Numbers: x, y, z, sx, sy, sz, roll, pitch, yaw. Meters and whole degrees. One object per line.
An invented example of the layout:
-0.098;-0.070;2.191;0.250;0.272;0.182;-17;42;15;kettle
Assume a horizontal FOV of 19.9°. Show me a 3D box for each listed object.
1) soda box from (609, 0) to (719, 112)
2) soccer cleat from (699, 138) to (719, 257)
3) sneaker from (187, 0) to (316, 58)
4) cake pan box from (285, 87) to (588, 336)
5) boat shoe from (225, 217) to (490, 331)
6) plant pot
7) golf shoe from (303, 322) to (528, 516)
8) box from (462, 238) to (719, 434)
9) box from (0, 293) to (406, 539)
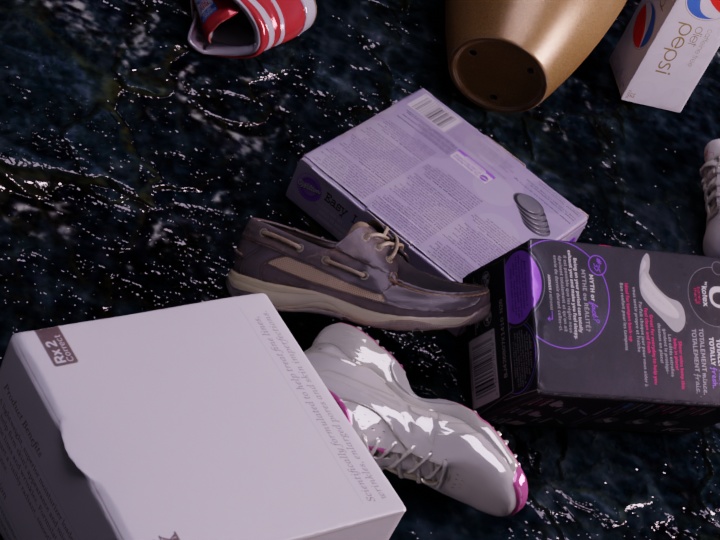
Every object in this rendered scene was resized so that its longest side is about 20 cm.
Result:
0.308;-0.247;1.921;0.068;0.200;0.064;11;41;-18;soda box
0.330;-0.068;1.837;0.086;0.070;0.200;46;32;-2;soccer cleat
-0.142;-0.259;1.786;0.200;0.071;0.112;36;36;7;sneaker
0.062;-0.055;1.692;0.200;0.052;0.184;39;38;14;cake pan box
0.000;0.000;1.528;0.199;0.074;0.075;8;8;2;boat shoe
0.151;-0.246;1.871;0.186;0.187;0.200;25;52;-2;plant pot
0.026;0.122;1.467;0.200;0.075;0.091;34;47;21;golf shoe
0.191;0.054;1.568;0.199;0.106;0.123;6;72;-25;box
-0.115;0.138;1.313;0.200;0.131;0.199;-9;51;-36;box
